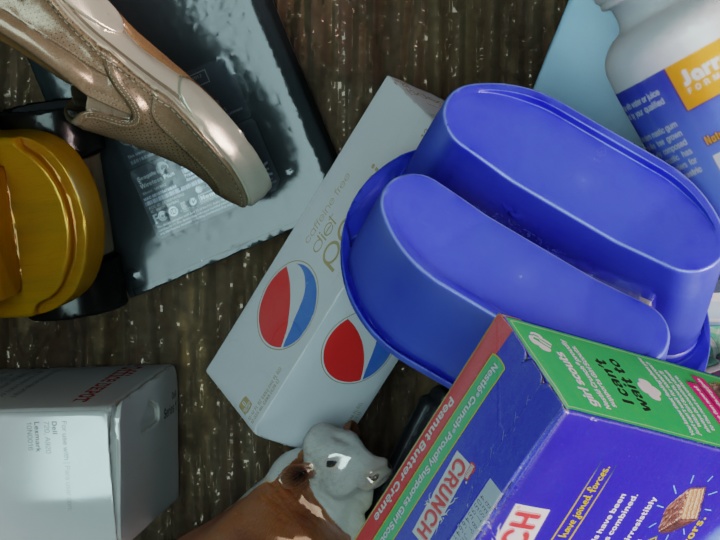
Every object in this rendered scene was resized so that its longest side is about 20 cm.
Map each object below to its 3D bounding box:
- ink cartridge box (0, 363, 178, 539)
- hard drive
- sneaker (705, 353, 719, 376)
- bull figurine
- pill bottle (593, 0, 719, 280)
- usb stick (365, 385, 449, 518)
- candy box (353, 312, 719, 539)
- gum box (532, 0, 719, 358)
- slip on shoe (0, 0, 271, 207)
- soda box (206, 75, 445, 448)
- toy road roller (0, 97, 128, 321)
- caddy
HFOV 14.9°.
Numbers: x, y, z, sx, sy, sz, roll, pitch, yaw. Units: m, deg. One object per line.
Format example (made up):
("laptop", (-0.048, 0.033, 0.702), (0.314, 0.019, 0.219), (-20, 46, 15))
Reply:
("ink cartridge box", (-0.211, 0.104, 1.527), (0.199, 0.146, 0.085), (-2, 98, 11))
("hard drive", (-0.105, -0.103, 1.541), (0.139, 0.033, 0.200), (-22, 93, 12))
("sneaker", (0.212, 0.083, 1.438), (0.200, 0.088, 0.075), (-28, 122, -17))
("bull figurine", (-0.047, 0.168, 1.502), (0.200, 0.065, 0.122), (-31, 90, 22))
("pill bottle", (0.194, -0.090, 1.406), (0.112, 0.112, 0.200), (-30, 92, 12))
("usb stick", (0.014, 0.157, 1.545), (0.033, 0.055, 0.200), (39, 106, 47))
("candy box", (0.108, 0.125, 1.308), (0.169, 0.200, 0.077), (-57, 43, 20))
("gum box", (0.163, -0.043, 1.496), (0.170, 0.045, 0.200), (23, 99, 6))
("slip on shoe", (-0.132, -0.097, 1.468), (0.061, 0.076, 0.200), (-47, 113, -9))
("soda box", (0.000, 0.000, 1.502), (0.064, 0.068, 0.200), (20, 108, -38))
("toy road roller", (-0.231, -0.025, 1.498), (0.199, 0.146, 0.123), (-3, 101, 24))
("caddy", (0.087, 0.001, 1.385), (0.200, 0.105, 0.142), (31, 61, 8))
